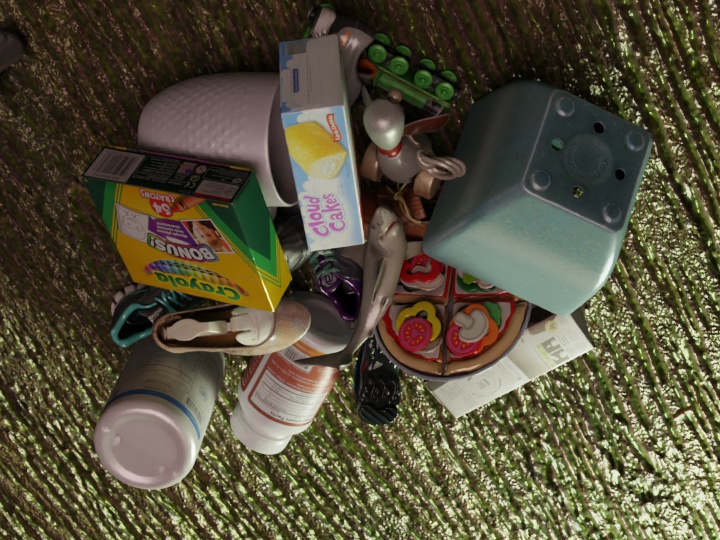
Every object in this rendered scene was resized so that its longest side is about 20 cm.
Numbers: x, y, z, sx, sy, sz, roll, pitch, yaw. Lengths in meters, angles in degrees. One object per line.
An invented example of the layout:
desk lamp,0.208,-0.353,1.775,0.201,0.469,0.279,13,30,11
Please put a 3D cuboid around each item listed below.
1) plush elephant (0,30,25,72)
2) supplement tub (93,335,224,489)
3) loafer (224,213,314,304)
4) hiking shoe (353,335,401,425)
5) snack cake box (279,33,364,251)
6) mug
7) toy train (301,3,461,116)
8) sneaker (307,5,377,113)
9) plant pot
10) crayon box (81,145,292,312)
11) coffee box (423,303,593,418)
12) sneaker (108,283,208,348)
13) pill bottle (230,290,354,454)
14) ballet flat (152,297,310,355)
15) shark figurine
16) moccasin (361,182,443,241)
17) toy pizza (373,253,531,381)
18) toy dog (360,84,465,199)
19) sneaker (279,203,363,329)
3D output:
plush elephant,-0.512,-0.233,1.267,0.153,0.164,0.203,21,86,34
supplement tub,-0.251,0.167,1.406,0.129,0.201,0.134,2,117,4
loafer,-0.129,0.003,1.355,0.073,0.072,0.201,52,137,14
hiking shoe,0.026,0.092,1.413,0.073,0.087,0.204,14,95,-17
snack cake box,-0.040,-0.133,1.182,0.066,0.116,0.202,-8,138,2
mug,-0.155,-0.128,1.278,0.172,0.148,0.203,3,124,17
toy train,0.022,-0.237,1.265,0.198,0.042,0.057,28,126,-9
sneaker,-0.023,-0.199,1.241,0.078,0.075,0.202,11,140,3
plant pot,0.207,-0.090,1.186,0.193,0.200,0.199,23,75,-8
crayon box,-0.191,-0.045,1.238,0.197,0.059,0.174,11,141,24
coffee box,0.174,0.080,1.363,0.198,0.114,0.080,-30,125,18
sneaker,-0.241,0.038,1.400,0.198,0.092,0.078,-33,111,20
pill bottle,-0.091,0.136,1.426,0.111,0.113,0.202,26,117,-9
ballet flat,-0.159,0.070,1.323,0.196,0.067,0.069,-10,80,12
shark figurine,0.000,0.016,1.306,0.089,0.127,0.218,27,106,26
moccasin,0.067,-0.074,1.315,0.197,0.075,0.078,6,143,3
toy pizza,0.105,0.035,1.316,0.196,0.203,0.032,-11,148,11
toy dog,0.052,-0.154,1.211,0.130,0.200,0.098,24,80,-7
sneaker,-0.041,-0.026,1.350,0.074,0.088,0.201,-27,112,18
